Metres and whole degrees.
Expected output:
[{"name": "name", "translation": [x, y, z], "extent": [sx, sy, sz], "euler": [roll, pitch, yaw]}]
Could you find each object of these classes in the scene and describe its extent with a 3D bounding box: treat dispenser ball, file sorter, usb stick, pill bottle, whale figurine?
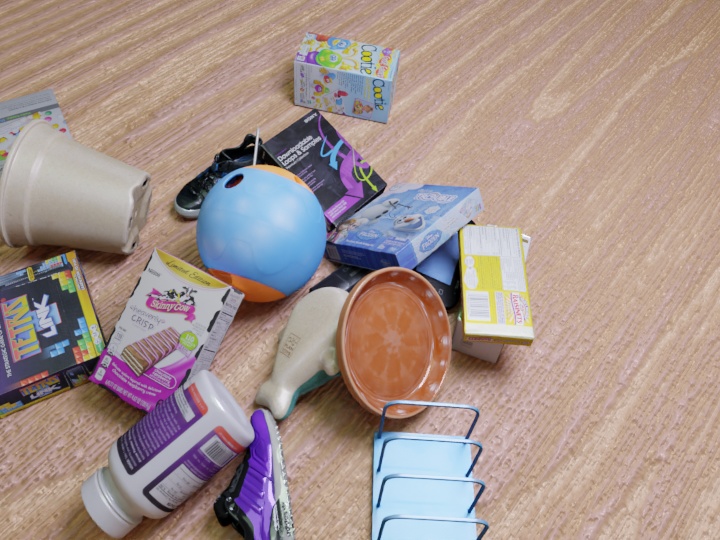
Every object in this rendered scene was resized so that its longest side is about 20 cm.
[{"name": "treat dispenser ball", "translation": [-0.148, -0.056, 0.985], "extent": [0.194, 0.203, 0.205], "euler": [2, 52, -3]}, {"name": "file sorter", "translation": [0.086, 0.279, 0.806], "extent": [0.134, 0.124, 0.204], "euler": [4, 52, -2]}, {"name": "usb stick", "translation": [0.000, 0.000, 1.062], "extent": [0.198, 0.033, 0.055], "euler": [-36, 49, -27]}, {"name": "pill bottle", "translation": [-0.238, 0.229, 0.804], "extent": [0.199, 0.112, 0.112], "euler": [-39, 62, -7]}, {"name": "whale figurine", "translation": [-0.064, 0.126, 0.932], "extent": [0.157, 0.104, 0.202], "euler": [16, 68, 50]}]

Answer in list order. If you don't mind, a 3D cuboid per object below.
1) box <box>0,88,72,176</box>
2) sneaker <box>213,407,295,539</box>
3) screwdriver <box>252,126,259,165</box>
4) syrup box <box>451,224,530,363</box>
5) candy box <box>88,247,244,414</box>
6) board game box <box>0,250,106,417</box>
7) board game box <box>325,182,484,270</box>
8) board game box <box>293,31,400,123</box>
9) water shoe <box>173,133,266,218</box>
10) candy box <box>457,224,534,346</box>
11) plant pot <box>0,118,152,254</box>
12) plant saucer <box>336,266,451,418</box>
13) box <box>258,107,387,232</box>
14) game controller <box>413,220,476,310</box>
[{"name": "box", "translation": [-0.610, -0.237, 1.184], "extent": [0.153, 0.042, 0.202], "euler": [-22, 59, -19]}, {"name": "sneaker", "translation": [-0.140, 0.274, 0.824], "extent": [0.097, 0.070, 0.204], "euler": [-9, 54, -9]}, {"name": "screwdriver", "translation": [-0.185, -0.153, 1.114], "extent": [0.027, 0.029, 0.206], "euler": [10, 80, -23]}, {"name": "syrup box", "translation": [0.207, 0.033, 1.026], "extent": [0.079, 0.080, 0.203], "euler": [17, 54, 9]}, {"name": "candy box", "translation": [-0.267, 0.091, 0.903], "extent": [0.134, 0.061, 0.204], "euler": [23, 82, 14]}, {"name": "board game box", "translation": [-0.467, 0.085, 0.946], "extent": [0.162, 0.057, 0.202], "euler": [-21, 58, -20]}, {"name": "board game box", "translation": [0.065, -0.074, 1.052], "extent": [0.198, 0.044, 0.198], "euler": [-37, 29, -28]}, {"name": "board game box", "translation": [-0.027, -0.387, 1.302], "extent": [0.194, 0.106, 0.105], "euler": [13, 52, 4]}, {"name": "water shoe", "translation": [-0.250, -0.173, 1.140], "extent": [0.071, 0.080, 0.199], "euler": [35, 58, 21]}, {"name": "candy box", "translation": [0.198, 0.016, 0.970], "extent": [0.099, 0.027, 0.204], "euler": [5, 53, -2]}, {"name": "plant pot", "translation": [-0.435, -0.113, 1.026], "extent": [0.178, 0.202, 0.204], "euler": [14, 52, -7]}, {"name": "plant saucer", "translation": [0.047, 0.099, 0.901], "extent": [0.196, 0.032, 0.207], "euler": [5, 82, -37]}, {"name": "box", "translation": [-0.066, -0.180, 1.157], "extent": [0.200, 0.036, 0.142], "euler": [45, 61, 8]}, {"name": "game controller", "translation": [0.133, -0.025, 1.086], "extent": [0.102, 0.043, 0.203], "euler": [17, 55, 8]}]
